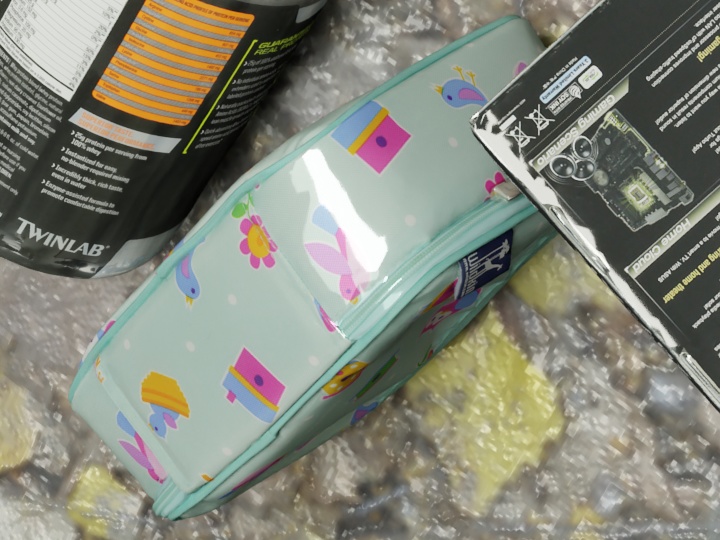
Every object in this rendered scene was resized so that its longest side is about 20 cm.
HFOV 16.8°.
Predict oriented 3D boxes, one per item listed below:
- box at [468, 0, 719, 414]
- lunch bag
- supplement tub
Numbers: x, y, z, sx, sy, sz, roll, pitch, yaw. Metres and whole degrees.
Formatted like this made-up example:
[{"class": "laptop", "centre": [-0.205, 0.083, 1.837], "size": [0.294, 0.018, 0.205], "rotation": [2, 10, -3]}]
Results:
[{"class": "box", "centre": [0.159, -0.052, 0.752], "size": [0.200, 0.044, 0.160], "rotation": [-43, 85, 3]}, {"class": "lunch bag", "centre": [0.000, 0.000, 0.868], "size": [0.077, 0.160, 0.200], "rotation": [53, 133, 8]}, {"class": "supplement tub", "centre": [-0.082, -0.102, 0.893], "size": [0.123, 0.122, 0.200], "rotation": [43, 125, 9]}]
